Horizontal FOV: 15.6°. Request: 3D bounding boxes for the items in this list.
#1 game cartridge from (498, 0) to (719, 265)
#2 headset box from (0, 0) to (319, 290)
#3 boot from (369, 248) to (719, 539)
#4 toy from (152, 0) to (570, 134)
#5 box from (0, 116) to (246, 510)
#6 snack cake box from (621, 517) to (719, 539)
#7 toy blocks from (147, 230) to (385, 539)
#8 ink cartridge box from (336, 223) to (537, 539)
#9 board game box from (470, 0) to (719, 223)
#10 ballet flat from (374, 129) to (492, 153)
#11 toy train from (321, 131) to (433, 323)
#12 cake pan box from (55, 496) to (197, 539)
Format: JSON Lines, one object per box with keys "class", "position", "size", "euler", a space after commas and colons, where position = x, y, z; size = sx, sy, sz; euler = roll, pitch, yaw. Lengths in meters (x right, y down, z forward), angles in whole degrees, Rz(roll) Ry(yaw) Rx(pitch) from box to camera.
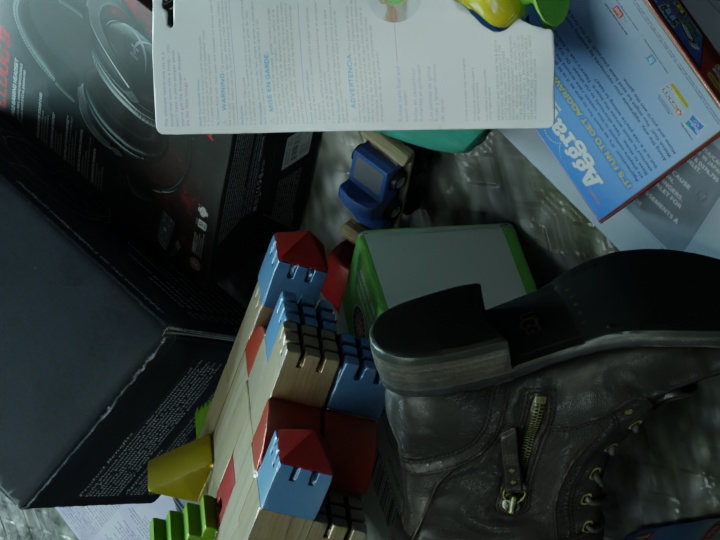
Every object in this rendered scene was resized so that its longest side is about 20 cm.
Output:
{"class": "game cartridge", "position": [0.116, -0.081, 1.137], "size": [0.200, 0.040, 0.134], "euler": [46, 146, 15]}
{"class": "headset box", "position": [-0.114, -0.112, 1.348], "size": [0.200, 0.077, 0.149], "euler": [39, 140, 22]}
{"class": "boot", "position": [0.094, 0.087, 1.130], "size": [0.069, 0.199, 0.175], "euler": [-93, -4, -61]}
{"class": "toy", "position": [0.001, -0.118, 1.123], "size": [0.199, 0.047, 0.116], "euler": [1, 96, 34]}
{"class": "box", "position": [-0.173, 0.017, 1.378], "size": [0.200, 0.124, 0.197], "euler": [41, -175, 14]}
{"class": "snack cake box", "position": [0.116, 0.193, 1.198], "size": [0.115, 0.200, 0.067], "euler": [-21, 102, 54]}
{"class": "toy blocks", "position": [-0.029, 0.074, 1.201], "size": [0.200, 0.100, 0.137], "euler": [-100, 27, -57]}
{"class": "ink cartridge box", "position": [0.036, 0.098, 1.274], "size": [0.200, 0.084, 0.146], "euler": [103, 156, -46]}
{"class": "board game box", "position": [0.076, -0.125, 1.107], "size": [0.200, 0.019, 0.103], "euler": [55, 142, 3]}
{"class": "ballet flat", "position": [-0.018, -0.113, 1.200], "size": [0.200, 0.070, 0.068], "euler": [52, 153, 33]}
{"class": "toy train", "position": [0.000, 0.000, 1.323], "size": [0.034, 0.046, 0.200], "euler": [38, 140, 24]}
{"class": "cake pan box", "position": [-0.137, 0.095, 1.553], "size": [0.200, 0.052, 0.184], "euler": [51, 142, 8]}
